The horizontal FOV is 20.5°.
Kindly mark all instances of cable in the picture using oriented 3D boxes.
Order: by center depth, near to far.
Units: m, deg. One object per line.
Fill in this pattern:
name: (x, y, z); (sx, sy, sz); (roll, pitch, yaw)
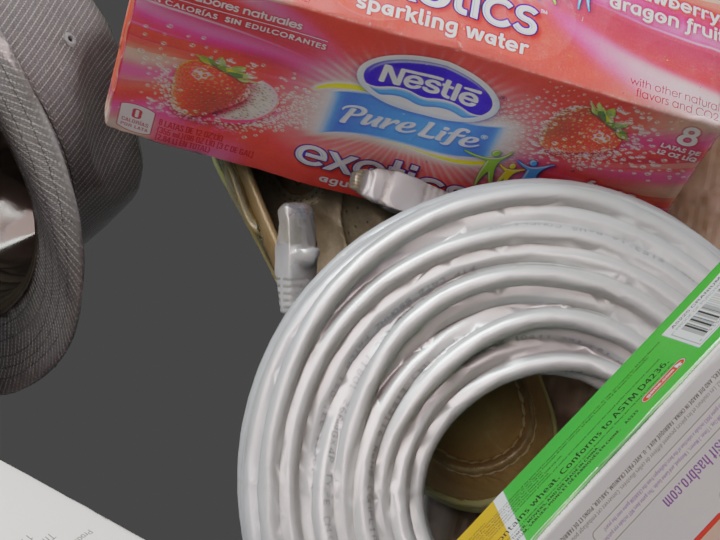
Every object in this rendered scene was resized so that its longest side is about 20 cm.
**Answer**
cable: (0.059, 0.069, 0.652); (0.198, 0.069, 0.202); (7, 85, -1)

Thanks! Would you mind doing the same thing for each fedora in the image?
fedora: (-0.148, -0.062, 0.757); (0.200, 0.177, 0.090); (51, 50, 3)

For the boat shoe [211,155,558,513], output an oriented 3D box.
boat shoe: (0.002, -0.002, 0.727); (0.073, 0.063, 0.201); (-30, 67, -1)

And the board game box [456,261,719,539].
board game box: (0.131, 0.118, 0.600); (0.153, 0.040, 0.200); (-44, 105, -7)

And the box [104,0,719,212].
box: (0.022, -0.089, 0.695); (0.198, 0.095, 0.103); (16, 57, -7)

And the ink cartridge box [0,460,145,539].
ink cartridge box: (-0.071, 0.172, 0.625); (0.199, 0.146, 0.084); (25, 36, 20)
